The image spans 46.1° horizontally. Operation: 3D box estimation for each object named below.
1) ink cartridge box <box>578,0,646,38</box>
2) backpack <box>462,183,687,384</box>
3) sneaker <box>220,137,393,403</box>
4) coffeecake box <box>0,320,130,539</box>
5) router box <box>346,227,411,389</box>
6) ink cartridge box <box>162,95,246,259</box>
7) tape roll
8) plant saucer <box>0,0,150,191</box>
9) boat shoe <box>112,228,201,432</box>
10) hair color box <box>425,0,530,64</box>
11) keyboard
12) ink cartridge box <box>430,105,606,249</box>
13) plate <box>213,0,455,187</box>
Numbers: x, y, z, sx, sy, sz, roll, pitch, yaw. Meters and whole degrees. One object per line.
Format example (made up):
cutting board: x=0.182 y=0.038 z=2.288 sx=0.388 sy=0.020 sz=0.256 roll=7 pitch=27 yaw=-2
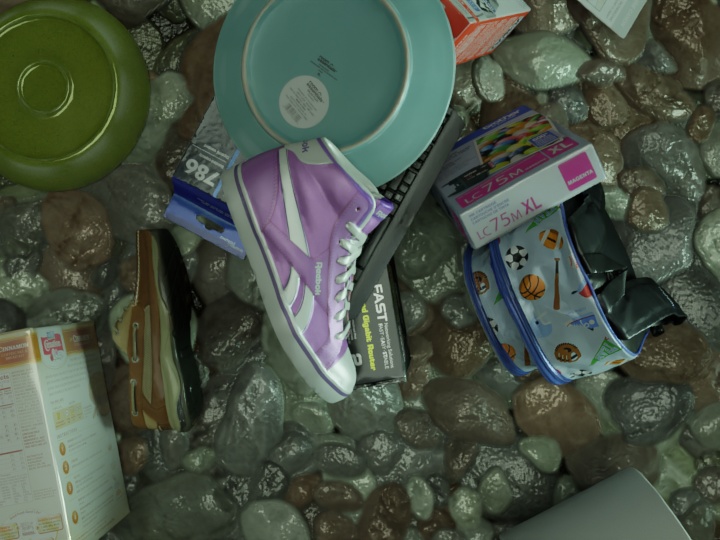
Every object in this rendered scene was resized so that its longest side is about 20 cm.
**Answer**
ink cartridge box: x=0.205 y=-0.341 z=0.817 sx=0.200 sy=0.057 sz=0.163 roll=36 pitch=79 yaw=-18
backpack: x=0.177 y=0.008 z=0.748 sx=0.154 sy=0.190 sz=0.201 roll=-30 pitch=88 yaw=18
sneaker: x=-0.019 y=-0.002 z=0.644 sx=0.114 sy=0.073 sz=0.201 roll=-20 pitch=102 yaw=8
coffeecake box: x=-0.289 y=0.153 z=0.786 sx=0.073 sy=0.154 sz=0.201 roll=-11 pitch=88 yaw=2
router box: x=0.000 y=0.000 z=0.776 sx=0.062 sy=0.150 sz=0.201 roll=-10 pitch=89 yaw=4
ink cartridge box: x=-0.114 y=-0.120 z=0.839 sx=0.099 sy=0.039 sz=0.201 roll=27 pitch=91 yaw=2
tape roll: x=0.228 y=0.293 z=0.736 sx=0.139 sy=0.203 sz=0.203 roll=-27 pitch=88 yaw=2
plant saucer: x=-0.315 y=-0.181 z=0.853 sx=0.199 sy=0.031 sz=0.201 roll=0 pitch=90 yaw=3
boat shoe: x=-0.206 y=0.060 z=0.824 sx=0.073 sy=0.076 sz=0.201 roll=-7 pitch=88 yaw=6
hair color box: x=0.072 y=-0.244 z=0.749 sx=0.111 sy=0.200 sz=0.064 roll=48 pitch=119 yaw=2
keyboard: x=-0.013 y=-0.071 z=0.691 sx=0.127 sy=0.021 sz=0.201 roll=29 pitch=92 yaw=5
ink cartridge box: x=0.121 y=-0.092 z=0.749 sx=0.119 sy=0.200 sz=0.042 roll=-28 pitch=110 yaw=3
plate: x=-0.026 y=-0.158 z=0.660 sx=0.199 sy=0.026 sz=0.201 roll=1 pitch=94 yaw=13
